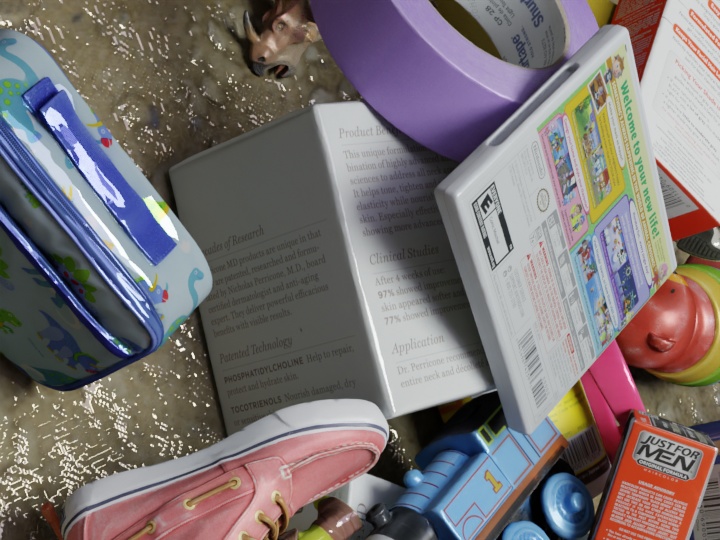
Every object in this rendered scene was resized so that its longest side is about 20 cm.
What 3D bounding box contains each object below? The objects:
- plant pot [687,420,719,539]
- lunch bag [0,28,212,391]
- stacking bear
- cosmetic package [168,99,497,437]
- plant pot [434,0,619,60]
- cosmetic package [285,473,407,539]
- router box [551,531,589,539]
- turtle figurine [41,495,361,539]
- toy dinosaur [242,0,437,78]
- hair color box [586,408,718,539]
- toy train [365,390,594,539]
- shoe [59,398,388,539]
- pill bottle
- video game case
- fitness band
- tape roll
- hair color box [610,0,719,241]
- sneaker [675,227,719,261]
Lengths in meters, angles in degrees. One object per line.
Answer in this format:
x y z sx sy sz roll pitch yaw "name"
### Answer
0.349 0.211 1.237 0.179 0.200 0.201 5 74 -35 "plant pot"
-0.189 -0.030 0.844 0.200 0.160 0.083 53 49 -17 "lunch bag"
0.272 0.042 1.248 0.200 0.121 0.114 4 117 -54 "stacking bear"
0.000 0.000 1.002 0.167 0.166 0.201 -9 84 -43 "cosmetic package"
0.137 -0.117 1.155 0.199 0.176 0.201 17 67 -37 "plant pot"
0.041 0.217 1.036 0.200 0.074 0.102 25 60 -36 "cosmetic package"
0.170 0.317 1.127 0.150 0.062 0.201 37 55 -26 "router box"
-0.084 0.177 0.905 0.200 0.064 0.161 47 65 -2 "turtle figurine"
-0.025 -0.245 1.118 0.135 0.086 0.201 10 65 -33 "toy dinosaur"
0.182 0.201 1.007 0.101 0.061 0.201 7 102 -81 "hair color box"
0.073 0.168 0.979 0.114 0.087 0.200 52 48 -4 "toy train"
-0.066 0.146 0.845 0.199 0.072 0.091 -18 52 -11 "shoe"
0.108 0.083 1.112 0.109 0.109 0.201 -20 91 -44 "pill bottle"
0.131 -0.024 0.943 0.182 0.022 0.201 -44 132 -28 "video game case"
0.188 0.080 1.152 0.200 0.037 0.144 -43 113 -86 "fitness band"
0.066 -0.168 0.977 0.199 0.066 0.201 23 44 -25 "tape roll"
0.229 -0.133 1.079 0.111 0.064 0.201 40 55 -24 "hair color box"
0.269 -0.090 1.287 0.083 0.081 0.200 -6 46 -51 "sneaker"
